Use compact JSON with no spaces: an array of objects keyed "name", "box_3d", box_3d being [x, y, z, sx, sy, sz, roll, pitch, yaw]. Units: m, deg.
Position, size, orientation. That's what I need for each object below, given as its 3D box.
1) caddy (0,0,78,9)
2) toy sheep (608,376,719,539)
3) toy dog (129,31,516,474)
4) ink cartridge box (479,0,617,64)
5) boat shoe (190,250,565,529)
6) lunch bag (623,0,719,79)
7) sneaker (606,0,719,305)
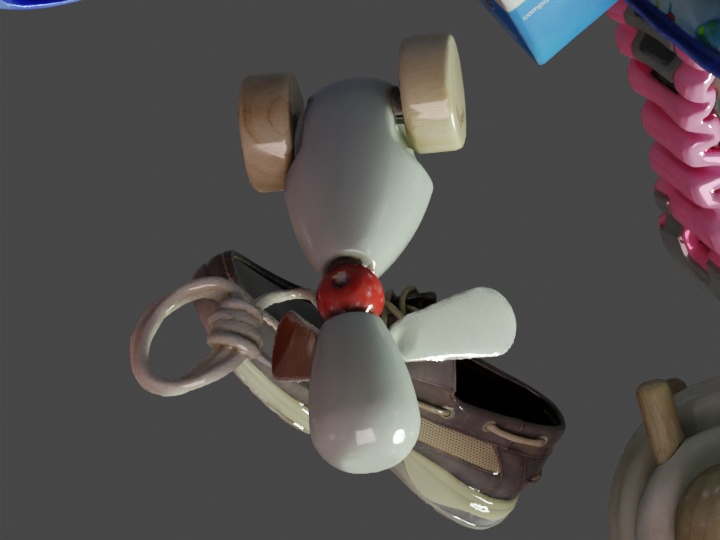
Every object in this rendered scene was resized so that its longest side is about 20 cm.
[{"name":"caddy","box_3d":[-0.082,-0.176,1.023,0.200,0.105,0.141,-37,153,8]},{"name":"toy sheep","box_3d":[0.171,0.105,1.267,0.137,0.200,0.139,0,90,15]},{"name":"toy dog","box_3d":[0.000,0.000,1.175,0.131,0.201,0.096,9,150,23]},{"name":"ink cartridge box","box_3d":[0.024,-0.169,0.944,0.067,0.116,0.200,-39,148,0]},{"name":"boat shoe","box_3d":[0.011,0.038,1.268,0.200,0.075,0.073,33,111,-35]},{"name":"lunch bag","box_3d":[0.191,-0.121,1.022,0.169,0.200,0.128,1,96,-21]},{"name":"sneaker","box_3d":[0.162,-0.080,1.185,0.095,0.079,0.201,-25,129,-11]}]
